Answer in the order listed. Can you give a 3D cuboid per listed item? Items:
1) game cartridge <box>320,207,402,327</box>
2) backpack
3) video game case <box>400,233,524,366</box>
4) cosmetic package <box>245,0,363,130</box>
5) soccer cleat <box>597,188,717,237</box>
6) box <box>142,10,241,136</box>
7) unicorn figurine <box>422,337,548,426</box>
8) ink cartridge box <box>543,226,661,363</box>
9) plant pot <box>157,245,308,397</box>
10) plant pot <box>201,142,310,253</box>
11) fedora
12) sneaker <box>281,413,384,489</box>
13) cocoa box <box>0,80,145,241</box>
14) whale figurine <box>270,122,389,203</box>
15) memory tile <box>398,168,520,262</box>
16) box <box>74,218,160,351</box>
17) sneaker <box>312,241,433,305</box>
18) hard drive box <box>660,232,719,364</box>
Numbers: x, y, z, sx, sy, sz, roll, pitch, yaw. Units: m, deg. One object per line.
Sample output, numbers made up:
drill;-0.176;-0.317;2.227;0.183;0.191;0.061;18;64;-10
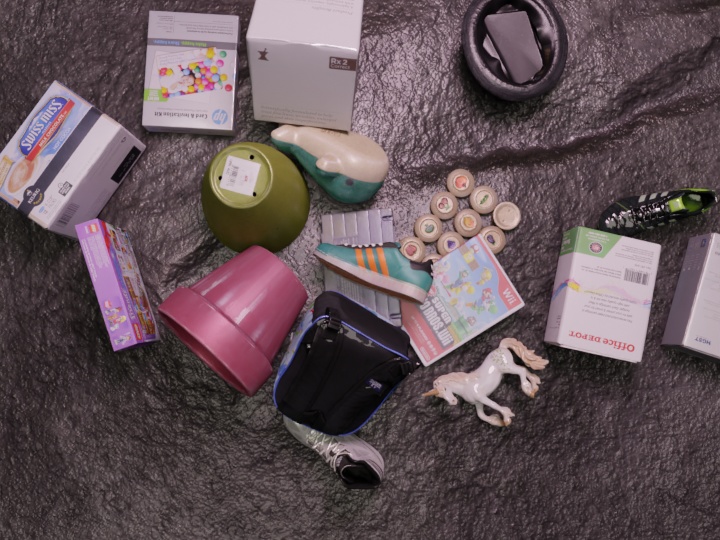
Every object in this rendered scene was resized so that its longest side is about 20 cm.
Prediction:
game cartridge;0.000;0.000;1.080;0.128;0.038;0.202;-5;86;12
backpack;-0.033;0.148;1.005;0.182;0.147;0.201;29;112;-11
video game case;0.156;0.051;1.083;0.199;0.017;0.144;-33;88;6
cosmetic package;-0.081;-0.358;1.011;0.163;0.165;0.201;6;58;-1
soccer cleat;0.510;-0.106;1.095;0.198;0.081;0.068;-15;87;-3
box;-0.289;-0.339;1.097;0.154;0.041;0.202;3;87;-2
unicorn figurine;0.212;0.194;1.073;0.137;0.074;0.200;43;71;10
ink cartridge box;0.407;0.042;1.079;0.144;0.084;0.202;12;85;-1
plant pot;-0.187;0.067;1.009;0.200;0.200;0.179;41;70;1
plant pot;-0.176;-0.126;1.007;0.185;0.200;0.189;0;86;-2
fedora;0.256;-0.382;1.098;0.199;0.092;0.203;0;86;-3
sneaker;-0.042;0.280;1.026;0.200;0.115;0.076;35;85;0
cocoa box;-0.474;-0.173;1.030;0.131;0.133;0.201;34;85;1
whale figurine;-0.054;-0.180;1.056;0.199;0.159;0.104;20;120;-4
memory tile;0.172;-0.064;1.110;0.153;0.017;0.201;37;85;0
box;-0.384;0.026;1.019;0.039;0.137;0.202;-18;86;-4
sneaker;0.024;-0.014;1.032;0.199;0.071;0.080;21;77;9
hard drive box;0.629;0.057;1.092;0.155;0.077;0.202;19;85;-1
